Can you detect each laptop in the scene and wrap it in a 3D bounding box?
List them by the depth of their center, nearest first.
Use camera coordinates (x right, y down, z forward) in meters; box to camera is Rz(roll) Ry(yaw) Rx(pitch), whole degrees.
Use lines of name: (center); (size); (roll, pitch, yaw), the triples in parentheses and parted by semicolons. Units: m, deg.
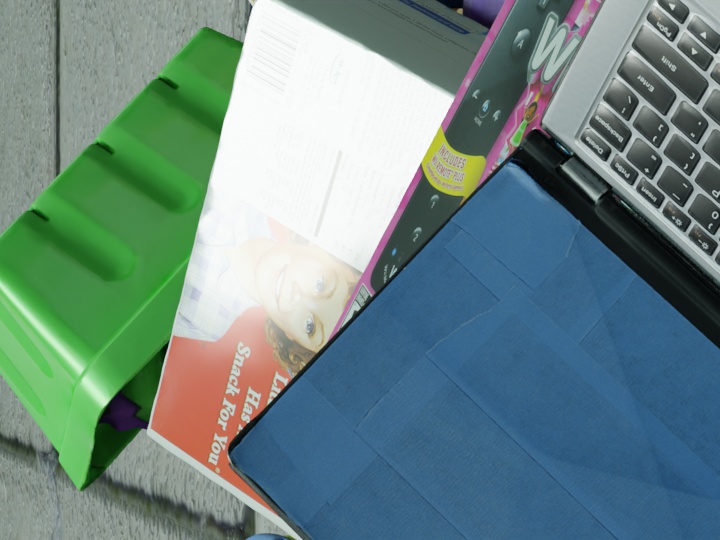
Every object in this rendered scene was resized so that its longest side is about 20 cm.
laptop: (0.090, 0.029, 0.630); (0.187, 0.116, 0.200); (43, 142, 14)

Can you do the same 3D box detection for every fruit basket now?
fruit basket: (-0.047, 0.015, 1.109); (0.156, 0.215, 0.216); (117, 148, -66)

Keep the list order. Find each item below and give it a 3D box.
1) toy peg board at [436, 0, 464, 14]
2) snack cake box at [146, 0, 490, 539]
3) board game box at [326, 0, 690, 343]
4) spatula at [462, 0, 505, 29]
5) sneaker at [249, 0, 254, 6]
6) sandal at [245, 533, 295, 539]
toy peg board: (0.020, -0.178, 0.981); (0.200, 0.098, 0.199); (109, 153, -44)
snack cake box: (0.000, 0.000, 0.932); (0.115, 0.067, 0.200); (31, 121, 25)
board game box: (0.076, -0.020, 0.778); (0.200, 0.064, 0.148); (-61, 28, 13)
spatula: (0.067, -0.010, 0.937); (0.056, 0.021, 0.200); (5, 109, 33)
sneaker: (-0.030, -0.180, 1.153); (0.079, 0.078, 0.200); (126, 141, -59)
sandal: (-0.038, 0.202, 1.173); (0.200, 0.087, 0.080); (-111, 26, -49)
